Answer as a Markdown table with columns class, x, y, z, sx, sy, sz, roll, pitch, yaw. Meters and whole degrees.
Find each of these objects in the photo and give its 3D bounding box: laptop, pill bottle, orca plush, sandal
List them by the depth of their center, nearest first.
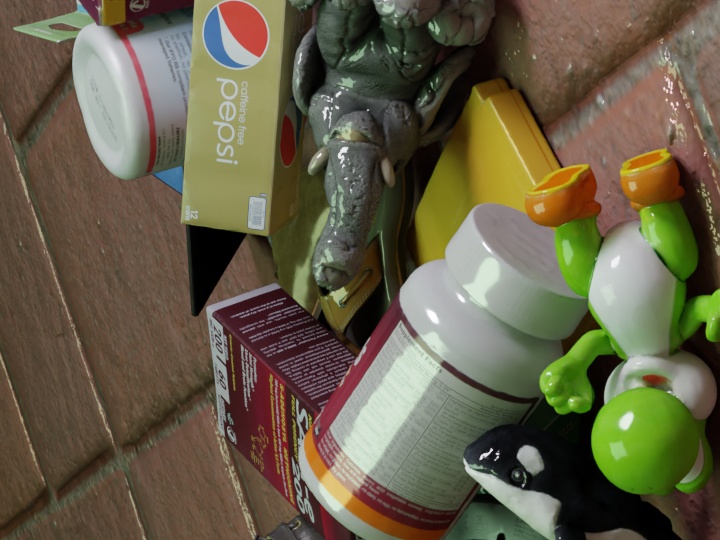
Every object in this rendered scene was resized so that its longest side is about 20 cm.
| class | x | y | z | sx | sy | sz | roll | pitch | yaw |
| --- | --- | --- | --- | --- | --- | --- | --- | --- | --- |
| orca plush | 0.158 | 0.142 | 1.529 | 0.200 | 0.071 | 0.105 | 39 | -166 | -3 |
| pill bottle | 0.054 | 0.064 | 1.569 | 0.200 | 0.109 | 0.110 | -57 | 47 | 24 |
| sandal | 0.000 | 0.000 | 1.770 | 0.082 | 0.054 | 0.201 | -157 | 69 | -63 |
| pill bottle | -0.089 | -0.139 | 1.789 | 0.109 | 0.199 | 0.109 | 48 | 147 | 46 |
| laptop | -0.155 | -0.101 | 2.080 | 0.200 | 0.115 | 0.188 | -64 | -23 | -53 |

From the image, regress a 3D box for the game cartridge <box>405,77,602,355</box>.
| class | x | y | z | sx | sy | sz | roll | pitch | yaw |
| --- | --- | --- | --- | --- | --- | --- | --- | --- | --- |
| game cartridge | 0.098 | -0.003 | 1.674 | 0.177 | 0.032 | 0.200 | 64 | 154 | 23 |

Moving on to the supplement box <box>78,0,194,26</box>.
| class | x | y | z | sx | sy | sz | roll | pitch | yaw |
| --- | --- | --- | --- | --- | --- | --- | --- | --- | --- |
| supplement box | -0.104 | -0.259 | 1.738 | 0.103 | 0.199 | 0.132 | 50 | 149 | 44 |

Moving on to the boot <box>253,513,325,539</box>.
| class | x | y | z | sx | sy | sz | roll | pitch | yaw |
| --- | --- | --- | --- | --- | --- | --- | --- | --- | --- |
| boot | -0.033 | 0.183 | 1.907 | 0.200 | 0.173 | 0.069 | 59 | 168 | 31 |

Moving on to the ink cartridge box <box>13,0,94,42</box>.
| class | x | y | z | sx | sy | sz | roll | pitch | yaw |
| --- | --- | --- | --- | --- | --- | --- | --- | --- | --- |
| ink cartridge box | -0.148 | -0.219 | 1.871 | 0.104 | 0.199 | 0.060 | 24 | 127 | 61 |

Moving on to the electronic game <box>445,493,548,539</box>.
| class | x | y | z | sx | sy | sz | roll | pitch | yaw |
| --- | --- | --- | --- | --- | --- | --- | --- | --- | --- |
| electronic game | 0.119 | 0.227 | 1.679 | 0.199 | 0.042 | 0.201 | 25 | 138 | 25 |

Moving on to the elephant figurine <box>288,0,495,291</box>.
| class | x | y | z | sx | sy | sz | roll | pitch | yaw |
| --- | --- | --- | --- | --- | --- | --- | --- | --- | --- |
| elephant figurine | 0.006 | -0.117 | 1.648 | 0.141 | 0.155 | 0.201 | 38 | 135 | 38 |

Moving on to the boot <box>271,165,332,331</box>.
| class | x | y | z | sx | sy | sz | roll | pitch | yaw |
| --- | --- | --- | --- | --- | --- | --- | --- | --- | --- |
| boot | -0.033 | 0.016 | 1.893 | 0.075 | 0.073 | 0.201 | 31 | 118 | 36 |

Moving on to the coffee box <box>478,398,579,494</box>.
| class | x | y | z | sx | sy | sz | roll | pitch | yaw |
| --- | --- | --- | --- | --- | --- | --- | --- | --- | --- |
| coffee box | 0.087 | 0.136 | 1.703 | 0.123 | 0.044 | 0.201 | 32 | 144 | 32 |

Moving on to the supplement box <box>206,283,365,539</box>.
| class | x | y | z | sx | sy | sz | roll | pitch | yaw |
| --- | --- | --- | --- | --- | --- | --- | --- | --- | --- |
| supplement box | -0.032 | 0.103 | 1.765 | 0.200 | 0.061 | 0.109 | 39 | 141 | 50 |

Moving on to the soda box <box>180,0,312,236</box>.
| class | x | y | z | sx | sy | sz | roll | pitch | yaw |
| --- | --- | --- | --- | --- | --- | --- | --- | --- | --- |
| soda box | -0.072 | -0.129 | 1.685 | 0.068 | 0.064 | 0.201 | -42 | -41 | -69 |

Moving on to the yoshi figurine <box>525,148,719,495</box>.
| class | x | y | z | sx | sy | sz | roll | pitch | yaw |
| --- | --- | --- | --- | --- | --- | --- | --- | --- | --- |
| yoshi figurine | 0.157 | 0.041 | 1.465 | 0.112 | 0.112 | 0.201 | 6 | 114 | 59 |

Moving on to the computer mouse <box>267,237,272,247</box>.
| class | x | y | z | sx | sy | sz | roll | pitch | yaw |
| --- | --- | --- | --- | --- | --- | --- | --- | --- | --- |
| computer mouse | -0.052 | -0.039 | 1.974 | 0.110 | 0.044 | 0.201 | 96 | 151 | -75 |

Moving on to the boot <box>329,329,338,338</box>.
| class | x | y | z | sx | sy | sz | roll | pitch | yaw |
| --- | --- | --- | --- | --- | --- | --- | --- | --- | --- |
| boot | 0.009 | 0.147 | 1.852 | 0.144 | 0.072 | 0.201 | 14 | 106 | 39 |
